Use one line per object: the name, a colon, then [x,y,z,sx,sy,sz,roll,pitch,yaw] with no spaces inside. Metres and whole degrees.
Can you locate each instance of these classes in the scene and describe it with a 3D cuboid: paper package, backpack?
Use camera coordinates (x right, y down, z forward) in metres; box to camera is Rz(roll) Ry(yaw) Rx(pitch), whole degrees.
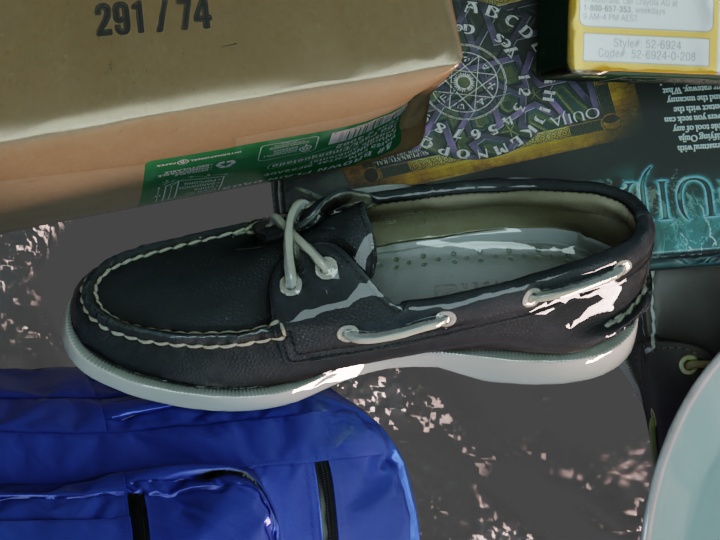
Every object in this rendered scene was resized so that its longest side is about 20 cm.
paper package: [-0.086,-0.119,0.926,0.200,0.103,0.191,-11,80,-9]
backpack: [-0.075,0.117,0.951,0.200,0.168,0.163,-3,101,-18]

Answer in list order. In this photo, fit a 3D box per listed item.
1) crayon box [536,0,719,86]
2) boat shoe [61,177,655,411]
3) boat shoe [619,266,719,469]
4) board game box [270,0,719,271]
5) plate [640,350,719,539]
crayon box: [0.130,-0.165,0.975,0.125,0.052,0.200,2,91,-11]
boat shoe: [0.000,0.000,0.931,0.200,0.076,0.060,-6,138,-13]
boat shoe: [0.140,0.055,1.040,0.072,0.061,0.202,-13,97,-10]
board game box: [0.064,-0.064,1.009,0.200,0.028,0.136,-4,79,-7]
plate: [0.168,0.109,1.008,0.200,0.026,0.201,2,87,-36]
